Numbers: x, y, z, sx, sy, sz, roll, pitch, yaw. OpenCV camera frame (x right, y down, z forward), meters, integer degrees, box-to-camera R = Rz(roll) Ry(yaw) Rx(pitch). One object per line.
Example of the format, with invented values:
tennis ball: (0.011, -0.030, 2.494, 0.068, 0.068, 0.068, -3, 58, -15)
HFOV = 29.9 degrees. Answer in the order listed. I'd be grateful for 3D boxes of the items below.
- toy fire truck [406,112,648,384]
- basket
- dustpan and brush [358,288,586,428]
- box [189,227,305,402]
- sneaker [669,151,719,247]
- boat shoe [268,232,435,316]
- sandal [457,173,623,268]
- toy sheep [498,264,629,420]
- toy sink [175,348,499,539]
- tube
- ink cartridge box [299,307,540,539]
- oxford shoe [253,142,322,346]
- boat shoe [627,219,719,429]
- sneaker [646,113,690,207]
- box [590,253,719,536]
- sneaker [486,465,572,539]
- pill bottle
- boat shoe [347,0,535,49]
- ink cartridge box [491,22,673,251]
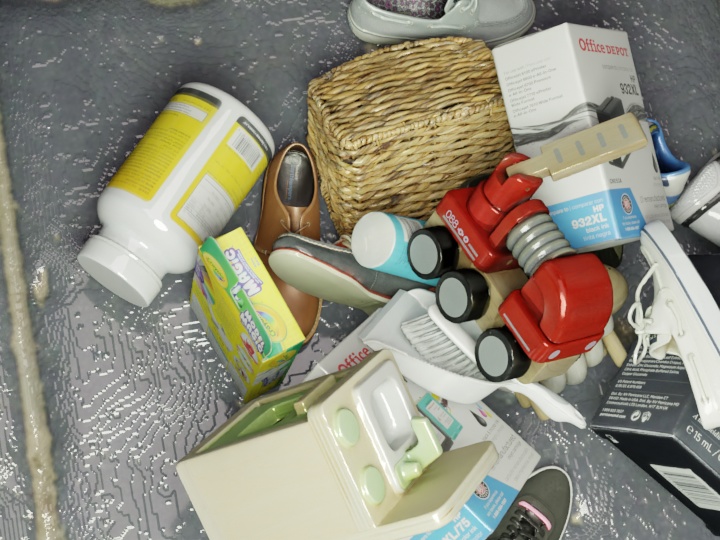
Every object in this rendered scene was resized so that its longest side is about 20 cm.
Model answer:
toy fire truck: (0.163, -0.029, 1.144, 0.128, 0.200, 0.176, -9, 55, -40)
basket: (0.050, -0.130, 1.346, 0.199, 0.149, 0.143, -18, 44, -13)
dustpan and brush: (0.107, 0.084, 1.182, 0.200, 0.140, 0.057, 42, 116, 2)
box: (-0.104, 0.040, 1.200, 0.048, 0.200, 0.118, -28, 80, -15)
sneaker: (0.419, -0.092, 1.387, 0.115, 0.075, 0.200, 44, 78, 5)
boat shoe: (0.000, 0.000, 1.267, 0.199, 0.071, 0.063, 22, 70, -33)
sandal: (0.176, -0.050, 1.339, 0.200, 0.057, 0.080, 15, 70, -22)
toy sheep: (0.169, 0.060, 1.277, 0.200, 0.138, 0.138, -34, 82, -11)
toy sink: (-0.017, 0.140, 1.033, 0.130, 0.199, 0.112, -37, 105, -59)
tube: (0.072, -0.015, 1.271, 0.200, 0.050, 0.078, 12, 77, -50)
ink cartridge box: (0.023, 0.167, 1.184, 0.200, 0.146, 0.147, 43, 30, 5)
oxford shoe: (-0.069, -0.027, 1.294, 0.071, 0.071, 0.201, 0, 76, -11)
boat shoe: (0.269, 0.051, 1.163, 0.086, 0.075, 0.203, -29, 58, 11)
sneaker: (0.255, -0.142, 1.361, 0.200, 0.082, 0.074, 49, 51, 7)
box: (0.353, 0.119, 1.257, 0.196, 0.117, 0.200, 39, 70, -23)
sneaker: (0.141, 0.257, 1.229, 0.071, 0.099, 0.200, 39, 71, 6)
pill bottle: (-0.176, -0.069, 1.267, 0.112, 0.112, 0.200, 33, 72, 2)
boat shoe: (0.088, -0.270, 1.386, 0.200, 0.072, 0.070, -3, 75, -9)
ink cartridge box: (0.210, -0.121, 1.260, 0.145, 0.083, 0.201, -8, 84, -56)
